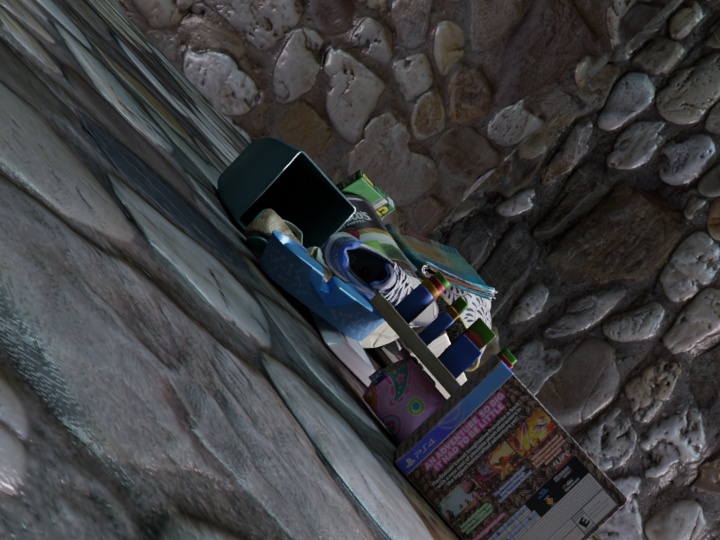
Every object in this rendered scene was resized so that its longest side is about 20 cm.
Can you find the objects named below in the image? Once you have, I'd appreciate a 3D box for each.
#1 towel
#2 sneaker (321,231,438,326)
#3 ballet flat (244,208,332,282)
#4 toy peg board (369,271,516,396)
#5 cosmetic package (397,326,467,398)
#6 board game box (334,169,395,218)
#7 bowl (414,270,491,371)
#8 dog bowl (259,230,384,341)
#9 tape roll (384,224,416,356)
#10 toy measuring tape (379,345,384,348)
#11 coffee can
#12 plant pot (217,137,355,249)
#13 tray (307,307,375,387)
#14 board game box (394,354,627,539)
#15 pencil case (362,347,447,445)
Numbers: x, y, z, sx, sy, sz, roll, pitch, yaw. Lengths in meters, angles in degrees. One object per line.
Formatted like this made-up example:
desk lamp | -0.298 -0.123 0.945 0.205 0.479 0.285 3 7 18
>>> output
towel | 0.126 -0.019 1.728 0.145 0.022 0.200 20 16 -23
sneaker | 0.034 0.021 1.527 0.199 0.078 0.085 34 -7 -16
ballet flat | -0.087 -0.020 1.544 0.070 0.066 0.200 -3 -37 38
toy peg board | 0.113 0.085 1.326 0.200 0.098 0.199 48 -1 5
cosmetic package | 0.129 0.171 1.769 0.202 0.070 0.105 64 -5 -29
board game box | -0.050 -0.084 1.771 0.105 0.199 0.024 41 27 -42
bowl | 0.159 0.062 1.797 0.201 0.094 0.202 44 -22 22
dog bowl | -0.055 0.024 1.453 0.199 0.050 0.112 38 6 -13
tape roll | 0.058 0.037 1.961 0.203 0.139 0.203 48 -12 13
toy measuring tape | -0.003 0.065 1.793 0.074 0.074 0.200 45 2 -34
coffee can | 0.000 0.000 1.688 0.146 0.146 0.201 44 12 -51
plant pot | -0.133 -0.118 1.660 0.141 0.141 0.200 45 -3 -33
tray | -0.024 0.097 1.487 0.107 0.022 0.200 46 3 -20
board game box | 0.160 0.222 1.163 0.200 0.159 0.097 48 2 2
pencil case | 0.089 0.191 1.263 0.200 0.087 0.087 49 3 7
